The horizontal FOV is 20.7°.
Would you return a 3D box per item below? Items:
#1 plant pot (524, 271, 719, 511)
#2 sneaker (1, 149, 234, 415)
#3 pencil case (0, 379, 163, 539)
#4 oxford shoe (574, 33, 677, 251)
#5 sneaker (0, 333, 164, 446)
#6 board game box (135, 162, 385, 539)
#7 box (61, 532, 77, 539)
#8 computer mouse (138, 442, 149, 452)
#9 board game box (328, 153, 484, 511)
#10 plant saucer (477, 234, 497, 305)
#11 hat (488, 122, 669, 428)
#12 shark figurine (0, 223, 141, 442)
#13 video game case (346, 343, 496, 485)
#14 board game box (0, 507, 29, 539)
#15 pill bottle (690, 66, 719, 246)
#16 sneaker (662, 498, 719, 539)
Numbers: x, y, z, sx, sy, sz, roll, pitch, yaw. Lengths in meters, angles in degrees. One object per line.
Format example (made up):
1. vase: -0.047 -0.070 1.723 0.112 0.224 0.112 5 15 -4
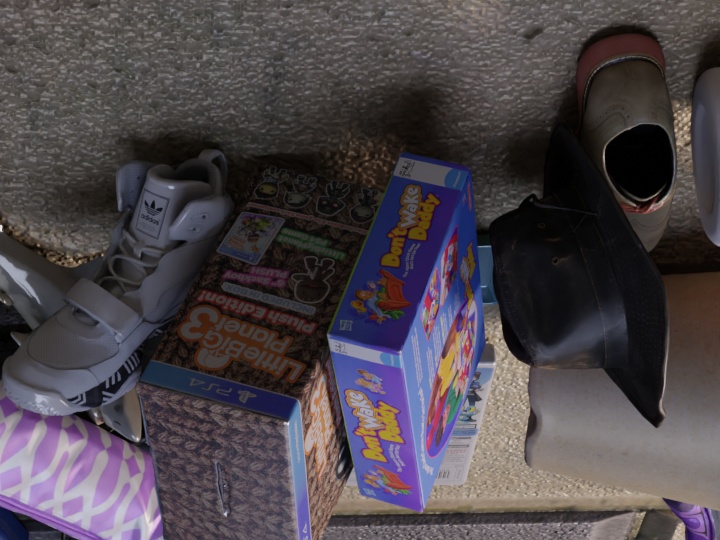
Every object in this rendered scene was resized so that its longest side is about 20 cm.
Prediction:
1. plant pot: 0.209 0.080 1.372 0.183 0.201 0.201 4 145 7
2. sneaker: -0.148 0.002 1.232 0.075 0.200 0.115 28 133 28
3. pencil case: -0.212 0.135 1.327 0.200 0.086 0.084 27 140 -29
4. oxford shoe: 0.168 -0.059 1.250 0.070 0.075 0.200 -11 145 6
5. sneaker: -0.211 0.099 1.415 0.199 0.091 0.076 -7 153 6
6. board game box: -0.050 0.062 1.248 0.097 0.200 0.160 13 139 15
7. box: -0.143 0.221 1.581 0.193 0.048 0.200 0 165 -9
8. computer mouse: -0.186 0.162 1.528 0.200 0.046 0.141 15 141 -13
9. board game box: 0.033 0.042 1.228 0.045 0.135 0.200 14 149 15
10. plant saucer: 0.000 0.000 1.365 0.199 0.019 0.070 -2 144 -4
11. hat: 0.122 0.011 1.227 0.081 0.201 0.201 -16 145 -9
12. shark figurine: -0.206 0.004 1.321 0.089 0.128 0.215 -36 120 2
13. video game case: -0.006 0.113 1.517 0.199 0.022 0.182 1 144 -6
14. board game box: -0.319 0.223 1.540 0.045 0.135 0.200 -11 143 9
15. pill bottle: 0.310 -0.077 1.210 0.199 0.113 0.113 -5 144 1
16. sneaker: 0.257 0.160 1.584 0.083 0.081 0.200 -2 137 20
